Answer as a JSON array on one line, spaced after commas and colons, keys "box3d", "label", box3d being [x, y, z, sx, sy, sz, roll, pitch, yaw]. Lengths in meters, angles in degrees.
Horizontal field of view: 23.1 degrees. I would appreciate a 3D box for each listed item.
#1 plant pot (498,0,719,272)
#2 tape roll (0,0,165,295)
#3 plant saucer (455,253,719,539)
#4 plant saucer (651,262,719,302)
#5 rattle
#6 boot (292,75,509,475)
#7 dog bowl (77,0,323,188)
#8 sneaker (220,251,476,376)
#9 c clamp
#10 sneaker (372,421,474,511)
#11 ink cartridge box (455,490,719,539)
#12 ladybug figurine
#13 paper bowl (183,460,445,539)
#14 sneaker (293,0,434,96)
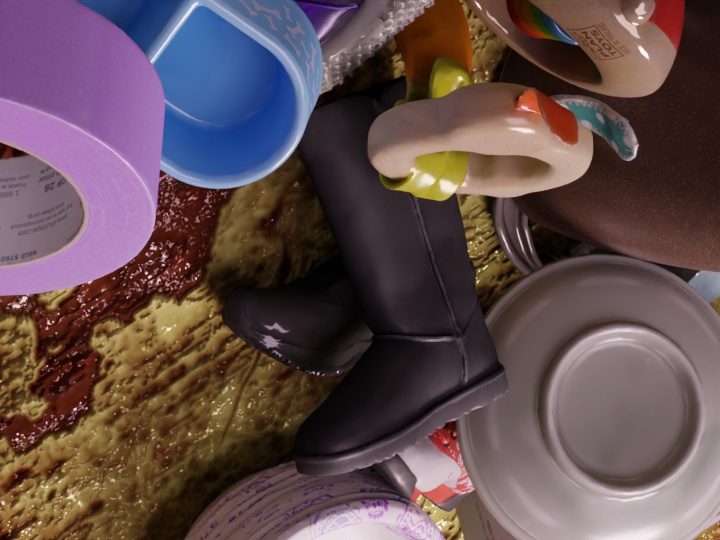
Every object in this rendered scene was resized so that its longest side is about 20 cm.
[{"box3d": [0.212, -0.076, 1.083, 0.185, 0.200, 0.189, -13, 118, -26], "label": "plant pot"}, {"box3d": [-0.193, -0.060, 0.832, 0.198, 0.066, 0.201, 0, 153, 0], "label": "tape roll"}, {"box3d": [0.160, 0.088, 1.111, 0.198, 0.050, 0.203, 1, 85, -9], "label": "plant saucer"}, {"box3d": [0.259, -0.022, 1.235, 0.200, 0.039, 0.201, -35, 166, -10], "label": "plant saucer"}, {"box3d": [0.081, -0.113, 0.944, 0.129, 0.200, 0.144, 21, 75, -6], "label": "rattle"}, {"box3d": [0.001, 0.000, 1.028, 0.164, 0.065, 0.202, -24, 104, -42], "label": "boot"}, {"box3d": [-0.108, -0.116, 0.895, 0.199, 0.050, 0.112, 33, 111, -21], "label": "dog bowl"}, {"box3d": [-0.004, 0.017, 1.108, 0.199, 0.076, 0.092, 4, 108, -46], "label": "sneaker"}, {"box3d": [0.178, -0.051, 1.214, 0.199, 0.027, 0.172, -29, 132, -18], "label": "c clamp"}, {"box3d": [0.059, 0.098, 1.168, 0.108, 0.067, 0.201, -47, 159, 2], "label": "sneaker"}, {"box3d": [0.182, 0.151, 1.260, 0.146, 0.084, 0.200, 12, 139, -39], "label": "ink cartridge box"}, {"box3d": [0.120, -0.160, 0.984, 0.136, 0.200, 0.072, 42, 87, -24], "label": "ladybug figurine"}, {"box3d": [-0.045, 0.212, 1.175, 0.199, 0.104, 0.202, -18, 128, -25], "label": "paper bowl"}, {"box3d": [-0.023, -0.164, 0.965, 0.199, 0.100, 0.069, -36, 174, 27], "label": "sneaker"}]
